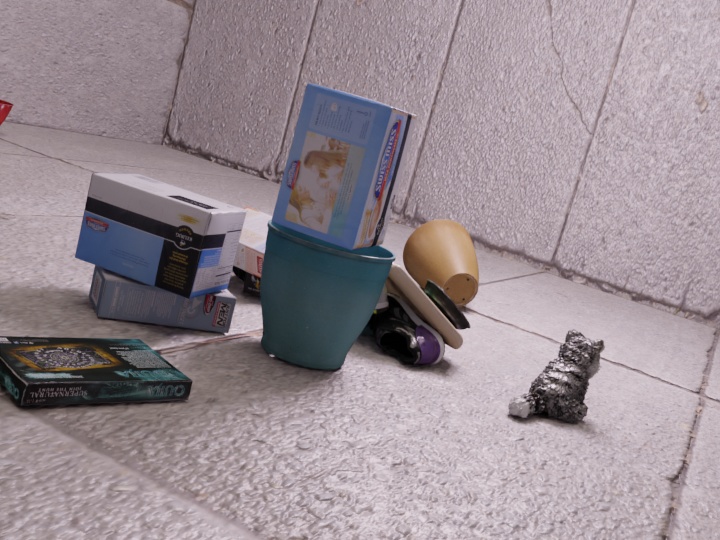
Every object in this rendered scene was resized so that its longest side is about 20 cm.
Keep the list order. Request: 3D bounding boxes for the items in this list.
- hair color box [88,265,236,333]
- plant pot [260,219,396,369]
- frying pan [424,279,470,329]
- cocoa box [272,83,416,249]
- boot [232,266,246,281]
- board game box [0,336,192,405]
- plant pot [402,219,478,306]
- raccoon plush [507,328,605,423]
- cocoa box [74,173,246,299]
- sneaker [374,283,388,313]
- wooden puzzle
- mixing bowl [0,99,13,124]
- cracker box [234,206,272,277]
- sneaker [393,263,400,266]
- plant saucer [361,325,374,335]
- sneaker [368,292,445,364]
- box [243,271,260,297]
[{"bbox_3d":[-0.300,0.041,1.248,0.199,0.061,0.099,10,12,-28],"label":"hair color box"},{"bbox_3d":[-0.065,0.040,1.246,0.199,0.189,0.200,15,10,-3],"label":"plant pot"},{"bbox_3d":[0.142,0.057,1.497,0.115,0.031,0.190,51,-6,-18],"label":"frying pan"},{"bbox_3d":[-0.021,-0.145,1.160,0.133,0.201,0.131,19,11,16],"label":"cocoa box"},{"bbox_3d":[-0.239,-0.029,1.706,0.162,0.074,0.198,18,12,32],"label":"boot"},{"bbox_3d":[-0.310,0.112,0.931,0.199,0.028,0.135,7,14,-45],"label":"board game box"},{"bbox_3d":[0.216,-0.002,2.025,0.185,0.187,0.200,12,24,-17],"label":"plant pot"},{"bbox_3d":[0.322,0.166,1.303,0.096,0.135,0.200,22,11,28],"label":"raccoon plush"},{"bbox_3d":[-0.295,-0.054,1.219,0.199,0.132,0.133,18,10,14],"label":"cocoa box"},{"bbox_3d":[0.000,0.000,1.468,0.075,0.077,0.200,-9,29,-25],"label":"sneaker"},{"bbox_3d":[0.104,0.059,1.479,0.185,0.037,0.200,48,-8,-4],"label":"wooden puzzle"},{"bbox_3d":[-1.277,-0.529,2.747,0.199,0.109,0.200,16,10,-3],"label":"mixing bowl"},{"bbox_3d":[-0.200,-0.055,1.569,0.199,0.058,0.134,22,32,37],"label":"cracker box"},{"bbox_3d":[0.030,-0.006,2.006,0.079,0.078,0.200,-4,20,-38],"label":"sneaker"},{"bbox_3d":[-0.018,0.098,1.503,0.199,0.019,0.070,8,12,-41],"label":"plant saucer"},{"bbox_3d":[0.051,0.096,1.426,0.087,0.076,0.200,-3,27,-44],"label":"sneaker"},{"bbox_3d":[-0.098,0.037,1.564,0.199,0.049,0.158,14,8,22],"label":"box"}]
